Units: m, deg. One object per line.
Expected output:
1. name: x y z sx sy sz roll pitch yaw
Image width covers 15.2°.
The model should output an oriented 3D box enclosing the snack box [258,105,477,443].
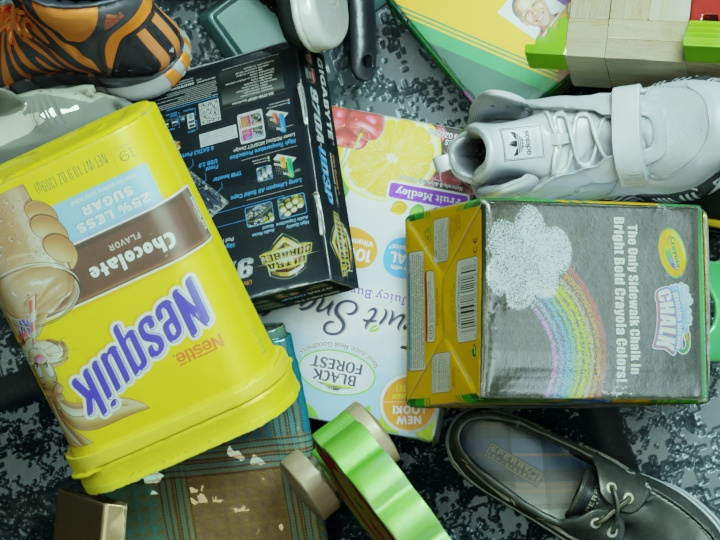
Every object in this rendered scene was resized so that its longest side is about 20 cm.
1. snack box: 0.000 0.000 1.747 0.141 0.053 0.201 11 85 7

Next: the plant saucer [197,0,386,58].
1. plant saucer: -0.010 -0.201 1.789 0.200 0.019 0.070 -36 83 -1

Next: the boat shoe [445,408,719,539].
1. boat shoe: 0.143 0.146 1.716 0.199 0.057 0.069 25 86 7

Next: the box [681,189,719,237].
1. box: 0.299 -0.110 1.695 0.159 0.049 0.201 11 82 44

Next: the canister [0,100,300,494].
1. canister: -0.145 0.015 1.641 0.148 0.087 0.201 -24 102 10

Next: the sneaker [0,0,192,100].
1. sneaker: -0.210 -0.167 1.728 0.199 0.112 0.078 -1 56 29

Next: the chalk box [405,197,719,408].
1. chalk box: 0.140 0.023 1.680 0.199 0.124 0.125 3 85 -22

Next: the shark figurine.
1. shark figurine: -0.257 -0.060 1.710 0.213 0.128 0.090 -14 84 26

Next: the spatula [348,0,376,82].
1. spatula: 0.004 -0.224 1.766 0.056 0.020 0.202 2 90 -38

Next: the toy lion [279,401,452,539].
1. toy lion: 0.032 0.168 1.628 0.069 0.192 0.201 -36 106 -7

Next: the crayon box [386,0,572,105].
1. crayon box: 0.129 -0.193 1.755 0.200 0.058 0.119 -39 82 0

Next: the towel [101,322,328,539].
1. towel: -0.097 0.139 1.723 0.146 0.022 0.201 -8 99 10

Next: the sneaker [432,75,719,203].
1. sneaker: 0.139 -0.076 1.647 0.199 0.114 0.076 -11 81 47

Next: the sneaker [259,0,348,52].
1. sneaker: -0.071 -0.193 1.732 0.111 0.073 0.201 -16 39 11

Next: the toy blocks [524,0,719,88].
1. toy blocks: 0.210 -0.183 1.678 0.198 0.100 0.138 4 73 13

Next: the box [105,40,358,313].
1. box: -0.109 -0.045 1.728 0.199 0.046 0.160 -15 75 21

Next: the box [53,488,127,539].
1. box: -0.174 0.240 1.675 0.021 0.163 0.202 6 87 -16
